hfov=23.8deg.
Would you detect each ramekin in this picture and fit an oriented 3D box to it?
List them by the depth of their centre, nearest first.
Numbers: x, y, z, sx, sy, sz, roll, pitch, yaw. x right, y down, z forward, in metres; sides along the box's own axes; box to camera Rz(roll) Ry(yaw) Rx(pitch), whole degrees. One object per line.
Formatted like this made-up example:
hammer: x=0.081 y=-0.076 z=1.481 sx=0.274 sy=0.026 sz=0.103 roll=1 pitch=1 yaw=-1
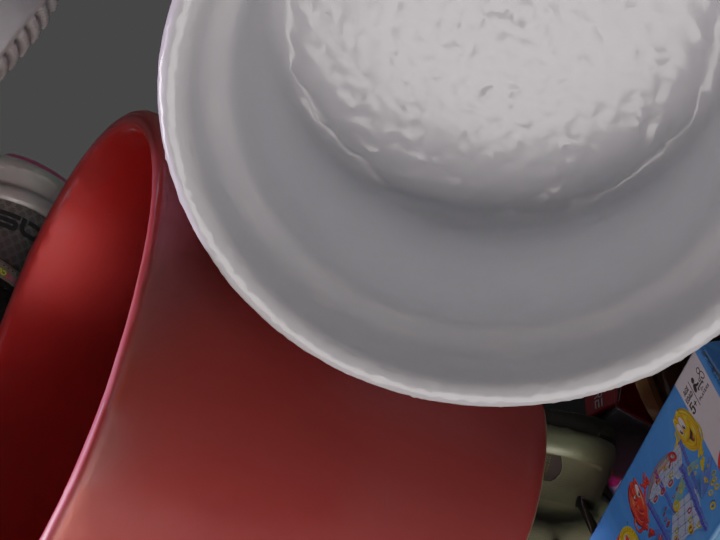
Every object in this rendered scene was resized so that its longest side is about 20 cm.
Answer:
ramekin: x=0.043 y=-0.066 z=0.539 sx=0.199 sy=0.098 sz=0.201 roll=3 pitch=121 yaw=5

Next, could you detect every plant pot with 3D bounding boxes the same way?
plant pot: x=-0.040 y=0.063 z=0.646 sx=0.177 sy=0.201 sz=0.200 roll=20 pitch=144 yaw=-23

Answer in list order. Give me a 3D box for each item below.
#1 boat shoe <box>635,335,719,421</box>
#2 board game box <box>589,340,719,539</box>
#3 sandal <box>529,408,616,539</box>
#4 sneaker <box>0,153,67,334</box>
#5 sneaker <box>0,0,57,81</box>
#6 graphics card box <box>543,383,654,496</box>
boat shoe: x=0.143 y=0.011 z=0.718 sx=0.070 sy=0.071 sz=0.200 roll=-5 pitch=145 yaw=26
board game box: x=0.199 y=0.104 z=0.709 sx=0.195 sy=0.056 sz=0.200 roll=-4 pitch=139 yaw=-22
sandal: x=0.081 y=0.119 z=0.803 sx=0.079 sy=0.058 sz=0.201 roll=0 pitch=155 yaw=8
sneaker: x=-0.220 y=0.003 z=0.742 sx=0.199 sy=0.088 sz=0.074 roll=-4 pitch=146 yaw=14
sneaker: x=-0.210 y=-0.078 z=0.639 sx=0.200 sy=0.073 sz=0.114 roll=-36 pitch=103 yaw=22
graphics card box: x=0.103 y=0.105 z=0.885 sx=0.125 sy=0.051 sz=0.200 roll=28 pitch=141 yaw=-31
